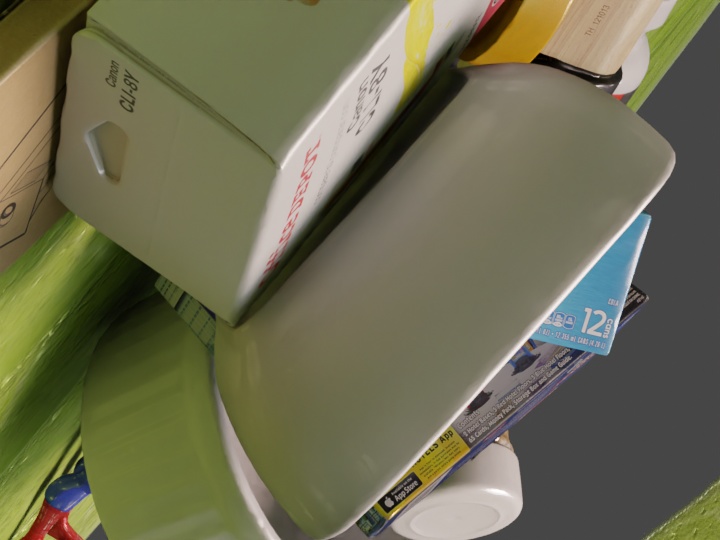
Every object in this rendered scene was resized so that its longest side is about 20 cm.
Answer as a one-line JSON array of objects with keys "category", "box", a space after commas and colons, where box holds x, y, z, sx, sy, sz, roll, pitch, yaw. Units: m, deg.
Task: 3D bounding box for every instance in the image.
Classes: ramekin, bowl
[{"category": "ramekin", "box": [-0.049, 0.088, 1.186, 0.097, 0.202, 0.200, -21, -171, 29]}, {"category": "bowl", "box": [0.016, -0.005, 0.913, 0.200, 0.075, 0.200, -47, -172, 0]}]

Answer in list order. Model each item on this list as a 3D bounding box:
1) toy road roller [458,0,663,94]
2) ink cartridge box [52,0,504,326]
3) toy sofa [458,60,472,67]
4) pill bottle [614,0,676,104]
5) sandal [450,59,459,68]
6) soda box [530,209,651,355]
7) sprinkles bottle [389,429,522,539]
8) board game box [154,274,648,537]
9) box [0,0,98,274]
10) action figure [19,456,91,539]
[{"category": "toy road roller", "box": [0.061, -0.172, 1.073, 0.123, 0.145, 0.201, -57, -152, 32]}, {"category": "ink cartridge box", "box": [-0.010, -0.097, 0.830, 0.200, 0.083, 0.145, -51, 173, -23]}, {"category": "toy sofa", "box": [0.091, -0.164, 1.267, 0.082, 0.098, 0.201, 5, 118, -46]}, {"category": "pill bottle", "box": [0.110, -0.122, 1.499, 0.201, 0.116, 0.116, -58, 171, 33]}, {"category": "sandal", "box": [0.025, -0.123, 1.138, 0.048, 0.075, 0.201, -40, -170, 35]}, {"category": "soda box", "box": [0.020, -0.022, 1.043, 0.064, 0.198, 0.068, -136, -118, -67]}, {"category": "sprinkles bottle", "box": [0.036, 0.032, 1.196, 0.068, 0.068, 0.201, 115, -28, -59]}, {"category": "board game box", "box": [0.000, 0.000, 1.115, 0.200, 0.200, 0.062, -35, 170, -37]}, {"category": "box", "box": [-0.110, -0.052, 0.829, 0.200, 0.021, 0.164, -49, 172, -35]}, {"category": "action figure", "box": [-0.123, 0.086, 1.307, 0.201, 0.052, 0.065, -59, 167, 25]}]
